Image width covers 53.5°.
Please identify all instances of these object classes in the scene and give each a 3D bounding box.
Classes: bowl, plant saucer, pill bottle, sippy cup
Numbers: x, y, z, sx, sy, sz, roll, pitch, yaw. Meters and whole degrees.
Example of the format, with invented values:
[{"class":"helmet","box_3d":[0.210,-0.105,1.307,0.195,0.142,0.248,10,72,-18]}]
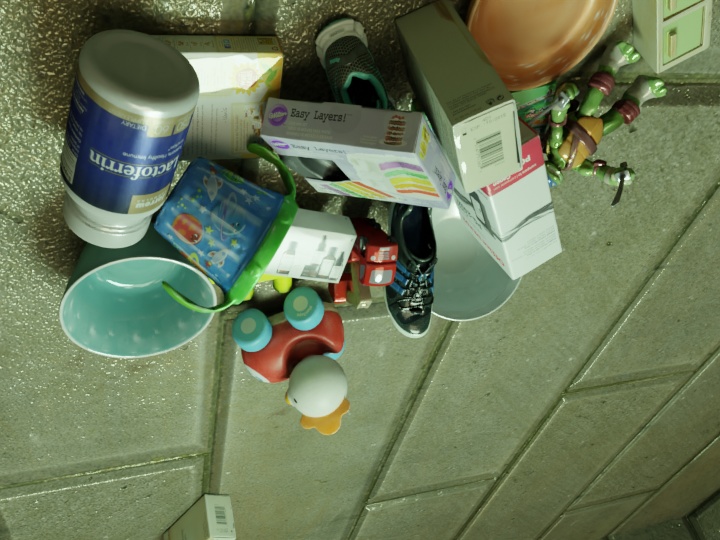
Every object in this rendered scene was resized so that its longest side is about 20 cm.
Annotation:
[{"class":"bowl","box_3d":[-0.294,0.013,0.945,0.195,0.107,0.203,-13,143,-10]},{"class":"plant saucer","box_3d":[0.211,-0.309,0.848,0.194,0.038,0.203,-14,141,-11]},{"class":"bowl","box_3d":[0.145,-0.034,1.075,0.195,0.090,0.208,-1,97,-8]},{"class":"pill bottle","box_3d":[-0.241,-0.126,0.728,0.113,0.118,0.202,4,137,-29]},{"class":"sippy cup","box_3d":[-0.158,-0.054,0.816,0.129,0.180,0.140,34,130,-14]}]

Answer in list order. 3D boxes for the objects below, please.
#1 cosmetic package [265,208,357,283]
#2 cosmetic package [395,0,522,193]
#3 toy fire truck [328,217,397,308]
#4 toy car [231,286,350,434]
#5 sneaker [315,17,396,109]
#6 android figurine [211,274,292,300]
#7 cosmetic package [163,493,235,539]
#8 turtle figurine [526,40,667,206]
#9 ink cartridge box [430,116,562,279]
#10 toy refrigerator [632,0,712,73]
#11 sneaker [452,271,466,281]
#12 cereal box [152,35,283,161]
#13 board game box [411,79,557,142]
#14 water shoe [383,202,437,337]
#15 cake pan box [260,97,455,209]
[{"class":"cosmetic package","box_3d":[-0.109,-0.039,0.947,0.195,0.051,0.084,7,122,-25]},{"class":"cosmetic package","box_3d":[0.107,-0.198,0.796,0.069,0.203,0.106,-21,142,3]},{"class":"toy fire truck","box_3d":[0.000,0.000,1.033,0.047,0.200,0.145,-2,109,-16]},{"class":"toy car","box_3d":[-0.092,0.167,1.129,0.173,0.204,0.185,-21,152,2]},{"class":"sneaker","box_3d":[0.005,-0.192,0.848,0.076,0.093,0.201,-25,143,8]},{"class":"android figurine","box_3d":[-0.141,-0.034,1.016,0.177,0.042,0.203,-10,143,-15]},{"class":"cosmetic package","box_3d":[-0.371,0.609,1.639,0.072,0.105,0.200,19,127,-39]},{"class":"turtle figurine","box_3d":[0.313,-0.186,0.915,0.196,0.143,0.200,-52,166,0]},{"class":"ink cartridge box","box_3d":[0.173,-0.110,0.911,0.082,0.146,0.202,-30,134,-3]},{"class":"toy refrigerator","box_3d":[0.375,-0.343,0.857,0.074,0.071,0.201,-25,143,6]},{"class":"sneaker","box_3d":[0.177,-0.006,1.177,0.194,0.079,0.080,-10,154,-11]},{"class":"cereal box","box_3d":[-0.189,-0.190,0.801,0.194,0.040,0.146,-5,139,-19]},{"class":"board game box","box_3d":[0.163,-0.190,0.978,0.194,0.030,0.136,-14,141,-10]},{"class":"water shoe","box_3d":[0.069,-0.004,0.980,0.069,0.079,0.207,-7,98,-11]},{"class":"cake pan box","box_3d":[0.000,-0.134,0.837,0.195,0.054,0.184,11,168,20]}]
